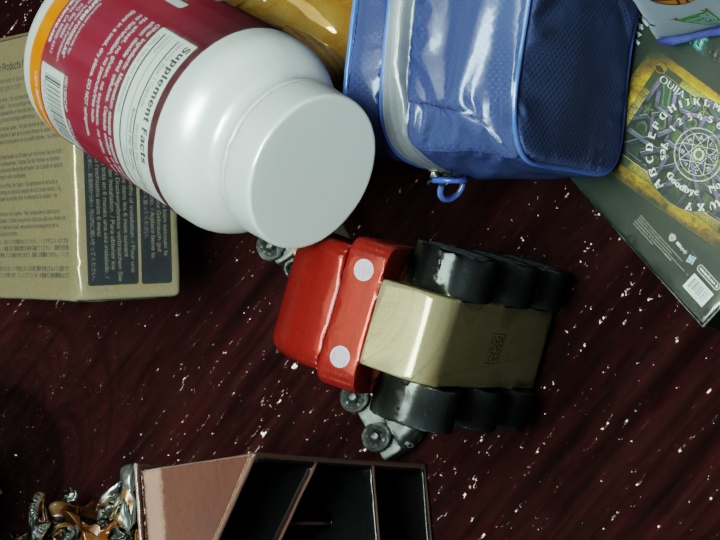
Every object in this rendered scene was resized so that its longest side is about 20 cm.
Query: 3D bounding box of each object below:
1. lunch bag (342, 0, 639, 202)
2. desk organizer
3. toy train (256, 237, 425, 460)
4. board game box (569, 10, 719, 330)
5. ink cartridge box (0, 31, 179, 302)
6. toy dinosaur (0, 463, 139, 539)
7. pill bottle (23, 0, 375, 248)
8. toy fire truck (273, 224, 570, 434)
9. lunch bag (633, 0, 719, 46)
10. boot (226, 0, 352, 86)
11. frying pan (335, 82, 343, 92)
[{"bbox_3d":[0.067,-0.136,1.202,0.132,0.136,0.202,9,90,33],"label":"lunch bag"},{"bbox_3d":[-0.038,0.143,1.233,0.077,0.200,0.072,-11,79,28],"label":"desk organizer"},{"bbox_3d":[-0.017,0.020,1.320,0.046,0.034,0.201,-32,77,11],"label":"toy train"},{"bbox_3d":[0.177,-0.085,1.224,0.135,0.028,0.200,-48,63,18],"label":"board game box"},{"bbox_3d":[-0.188,-0.064,1.367,0.200,0.075,0.166,1,92,59],"label":"ink cartridge box"},{"bbox_3d":[-0.213,0.195,1.380,0.200,0.136,0.102,-51,20,-15],"label":"toy dinosaur"},{"bbox_3d":[-0.086,-0.089,1.183,0.200,0.113,0.114,32,102,41],"label":"pill bottle"},{"bbox_3d":[0.000,0.000,1.226,0.199,0.176,0.130,18,95,24],"label":"toy fire truck"},{"bbox_3d":[0.192,-0.240,1.137,0.123,0.170,0.202,-1,74,19],"label":"lunch bag"},{"bbox_3d":[-0.054,-0.193,1.311,0.144,0.071,0.201,-43,70,-9],"label":"boot"},{"bbox_3d":[0.011,-0.190,1.341,0.115,0.031,0.191,35,106,29],"label":"frying pan"}]
